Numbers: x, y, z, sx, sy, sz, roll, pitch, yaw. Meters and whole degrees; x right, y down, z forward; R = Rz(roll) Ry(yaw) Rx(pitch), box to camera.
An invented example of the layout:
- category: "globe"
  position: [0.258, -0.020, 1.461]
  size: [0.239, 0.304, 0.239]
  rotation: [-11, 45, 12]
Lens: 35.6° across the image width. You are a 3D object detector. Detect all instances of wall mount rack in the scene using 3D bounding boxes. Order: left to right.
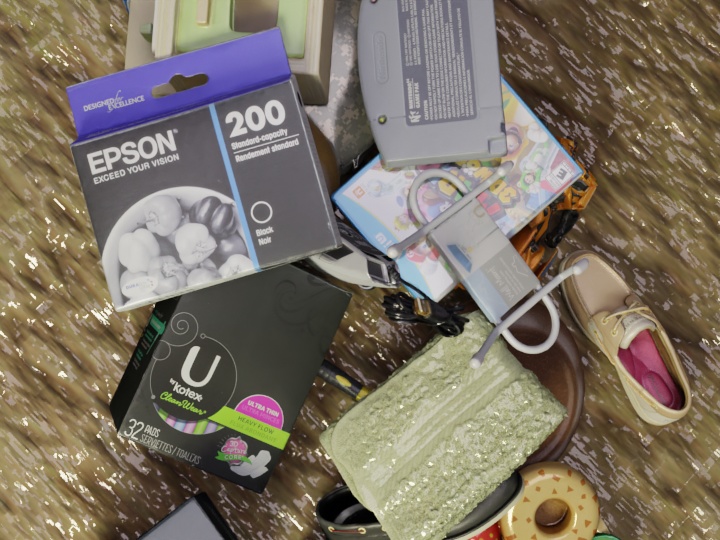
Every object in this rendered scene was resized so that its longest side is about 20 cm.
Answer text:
- category: "wall mount rack"
  position: [0.106, -0.004, 0.995]
  size: [0.174, 0.075, 0.200]
  rotation: [-37, 89, -29]

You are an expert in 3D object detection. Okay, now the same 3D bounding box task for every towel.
- category: "towel"
  position: [0.075, 0.145, 1.020]
  size: [0.200, 0.036, 0.149]
  rotation: [-40, 73, -3]

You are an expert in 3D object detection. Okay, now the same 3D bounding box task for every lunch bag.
- category: "lunch bag"
  position: [-0.030, -0.207, 1.128]
  size: [0.164, 0.118, 0.200]
  rotation: [-42, 82, -8]

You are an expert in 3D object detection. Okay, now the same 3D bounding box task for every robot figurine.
- category: "robot figurine"
  position: [0.162, -0.051, 1.125]
  size: [0.145, 0.058, 0.200]
  rotation: [40, 85, -37]

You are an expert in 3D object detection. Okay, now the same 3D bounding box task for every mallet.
- category: "mallet"
  position: [0.011, 0.118, 1.119]
  size: [0.200, 0.041, 0.066]
  rotation: [40, 80, 6]

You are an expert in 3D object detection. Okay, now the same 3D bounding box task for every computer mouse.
- category: "computer mouse"
  position: [0.000, 0.000, 1.015]
  size: [0.200, 0.109, 0.044]
  rotation: [36, 104, 29]

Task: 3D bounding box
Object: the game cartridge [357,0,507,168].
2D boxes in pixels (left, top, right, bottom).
- category: "game cartridge"
  position: [0.064, -0.198, 1.049]
  size: [0.132, 0.041, 0.201]
  rotation: [-4, 80, 3]

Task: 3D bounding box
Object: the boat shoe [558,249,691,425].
- category: "boat shoe"
  position: [0.275, 0.063, 1.135]
  size: [0.074, 0.069, 0.201]
  rotation: [-32, 85, -10]

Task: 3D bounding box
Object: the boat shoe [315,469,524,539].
- category: "boat shoe"
  position: [0.054, 0.218, 1.051]
  size: [0.200, 0.074, 0.063]
  rotation: [-20, 119, 16]

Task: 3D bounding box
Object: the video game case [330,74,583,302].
- category: "video game case"
  position: [0.091, -0.081, 1.065]
  size: [0.200, 0.018, 0.143]
  rotation: [-41, 89, -1]

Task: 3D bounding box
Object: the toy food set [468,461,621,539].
- category: "toy food set"
  position: [0.164, 0.299, 1.080]
  size: [0.199, 0.049, 0.199]
  rotation: [-29, 94, -7]

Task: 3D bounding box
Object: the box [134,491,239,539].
- category: "box"
  position: [-0.170, 0.284, 0.987]
  size: [0.148, 0.200, 0.107]
  rotation: [-37, 86, -11]

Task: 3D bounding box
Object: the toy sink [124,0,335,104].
- category: "toy sink"
  position: [-0.126, -0.232, 1.020]
  size: [0.199, 0.112, 0.131]
  rotation: [4, 84, 4]

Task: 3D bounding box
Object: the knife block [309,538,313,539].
- category: "knife block"
  position: [0.016, 0.364, 1.061]
  size: [0.174, 0.064, 0.201]
  rotation: [6, 79, -5]

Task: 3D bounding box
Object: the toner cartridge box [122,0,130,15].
- category: "toner cartridge box"
  position: [-0.174, -0.354, 1.177]
  size: [0.199, 0.043, 0.095]
  rotation: [-28, 83, -9]

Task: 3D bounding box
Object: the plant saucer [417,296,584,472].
- category: "plant saucer"
  position: [0.142, 0.125, 1.093]
  size: [0.199, 0.037, 0.202]
  rotation: [-3, 97, -21]

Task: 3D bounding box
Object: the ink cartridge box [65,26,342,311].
- category: "ink cartridge box"
  position: [-0.136, -0.088, 0.942]
  size: [0.197, 0.043, 0.201]
  rotation: [-16, 89, 1]

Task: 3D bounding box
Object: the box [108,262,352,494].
- category: "box"
  position: [-0.123, 0.076, 1.037]
  size: [0.148, 0.124, 0.201]
  rotation: [26, 87, -17]

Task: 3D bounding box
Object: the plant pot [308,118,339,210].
- category: "plant pot"
  position: [-0.119, -0.077, 1.074]
  size: [0.199, 0.201, 0.028]
  rotation: [4, 35, -5]
